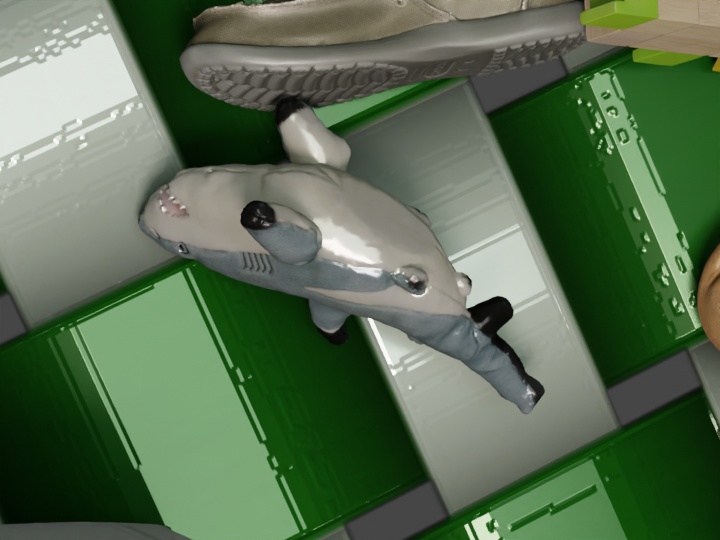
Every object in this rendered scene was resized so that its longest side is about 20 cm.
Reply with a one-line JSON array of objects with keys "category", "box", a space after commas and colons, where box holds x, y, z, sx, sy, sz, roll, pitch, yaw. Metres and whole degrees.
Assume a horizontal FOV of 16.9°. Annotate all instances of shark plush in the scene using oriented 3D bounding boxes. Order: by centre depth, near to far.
[{"category": "shark plush", "box": [0.000, 0.000, 1.124, 0.199, 0.083, 0.091, 24, 40, -24]}]

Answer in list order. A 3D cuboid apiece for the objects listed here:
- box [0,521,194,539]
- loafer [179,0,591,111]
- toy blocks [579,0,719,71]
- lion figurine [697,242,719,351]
[{"category": "box", "box": [-0.155, 0.197, 1.005, 0.199, 0.199, 0.172, 0, 89, -17]}, {"category": "loafer", "box": [0.009, -0.121, 1.124, 0.199, 0.075, 0.070, -9, 81, -20]}, {"category": "toy blocks", "box": [0.176, -0.173, 1.143, 0.199, 0.100, 0.137, 2, 81, -34]}, {"category": "lion figurine", "box": [0.211, 0.049, 1.179, 0.122, 0.072, 0.201, -27, 82, -1]}]
